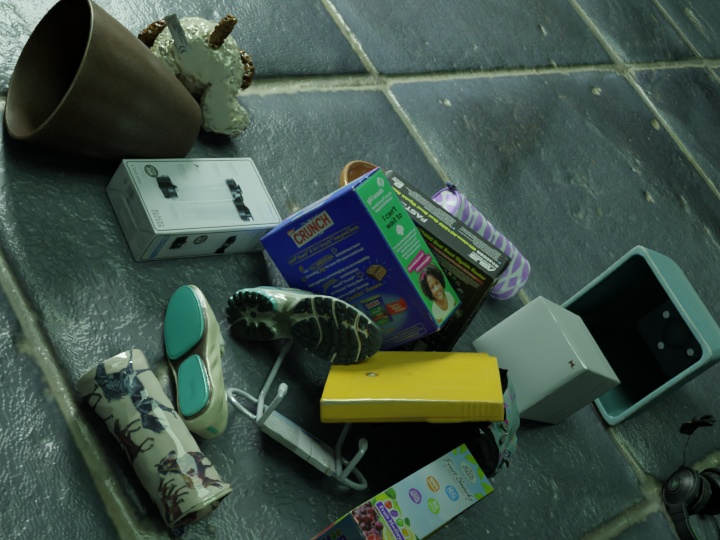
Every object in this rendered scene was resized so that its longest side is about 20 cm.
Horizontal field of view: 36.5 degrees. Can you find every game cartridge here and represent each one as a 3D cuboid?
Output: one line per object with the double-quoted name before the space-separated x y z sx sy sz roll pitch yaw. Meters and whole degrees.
"game cartridge" 0.060 0.132 1.246 0.198 0.033 0.176 1 14 5

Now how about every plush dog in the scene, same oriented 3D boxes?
"plush dog" -0.223 -0.302 1.520 0.199 0.161 0.172 26 19 -18

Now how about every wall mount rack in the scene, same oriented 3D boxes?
"wall mount rack" -0.057 0.165 1.284 0.199 0.075 0.174 36 10 -10

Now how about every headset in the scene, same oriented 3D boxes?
"headset" 0.504 0.317 1.590 0.123 0.094 0.202 9 61 -34

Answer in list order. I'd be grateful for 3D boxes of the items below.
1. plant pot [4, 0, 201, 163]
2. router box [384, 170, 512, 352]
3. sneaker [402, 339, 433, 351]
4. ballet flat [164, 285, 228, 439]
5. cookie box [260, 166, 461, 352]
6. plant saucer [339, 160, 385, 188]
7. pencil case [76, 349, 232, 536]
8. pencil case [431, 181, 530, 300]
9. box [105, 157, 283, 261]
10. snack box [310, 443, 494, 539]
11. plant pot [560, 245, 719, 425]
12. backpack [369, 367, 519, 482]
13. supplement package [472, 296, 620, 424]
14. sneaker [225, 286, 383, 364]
"plant pot" -0.302 -0.208 1.348 0.199 0.186 0.188 26 40 -40
"router box" 0.073 -0.009 1.397 0.199 0.150 0.062 37 40 9
"sneaker" 0.088 0.043 1.514 0.088 0.077 0.200 32 38 0
"ballet flat" -0.181 0.105 1.239 0.069 0.070 0.201 17 40 -28
"cookie box" 0.000 0.000 1.356 0.201 0.170 0.075 58 38 -10
"plant saucer" 0.040 -0.070 1.566 0.200 0.037 0.201 36 29 -24
"pencil case" -0.215 0.173 1.137 0.077 0.090 0.201 -32 76 -21
"pencil case" 0.164 -0.037 1.599 0.200 0.085 0.084 42 78 -31
"box" -0.207 -0.080 1.382 0.199 0.060 0.117 -8 61 -43
"snack box" 0.023 0.278 1.167 0.199 0.169 0.068 -18 70 -48
"plant pot" 0.448 0.100 1.675 0.199 0.196 0.197 3 52 -51
"backpack" 0.116 0.190 1.328 0.200 0.165 0.128 -31 120 -63
"supplement package" 0.255 0.126 1.482 0.118 0.116 0.200 62 17 22
"sneaker" -0.058 0.052 1.321 0.198 0.078 0.086 14 18 20
